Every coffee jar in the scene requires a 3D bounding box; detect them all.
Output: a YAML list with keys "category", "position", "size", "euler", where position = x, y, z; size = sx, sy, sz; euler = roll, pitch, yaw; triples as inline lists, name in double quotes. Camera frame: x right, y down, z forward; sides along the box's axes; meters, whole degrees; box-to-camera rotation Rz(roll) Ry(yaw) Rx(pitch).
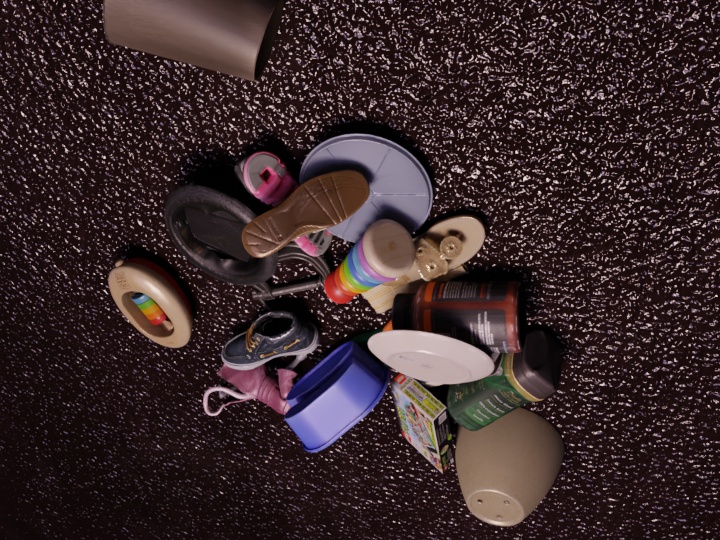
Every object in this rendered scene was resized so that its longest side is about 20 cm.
- category: "coffee jar"
  position: [0.231, 0.175, 1.443]
  size: [0.085, 0.105, 0.199]
  euler: [36, 136, -17]

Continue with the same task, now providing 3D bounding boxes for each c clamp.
- category: "c clamp"
  position: [-0.120, 0.013, 1.499]
  size: [0.197, 0.027, 0.171]
  euler: [-16, 133, 38]

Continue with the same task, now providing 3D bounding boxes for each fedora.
- category: "fedora"
  position: [-0.203, -0.074, 1.408]
  size: [0.196, 0.092, 0.203]
  euler: [16, 135, 16]

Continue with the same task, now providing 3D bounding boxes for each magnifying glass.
- category: "magnifying glass"
  position: [0.038, 0.115, 1.536]
  size: [0.079, 0.023, 0.200]
  euler: [32, 138, -7]

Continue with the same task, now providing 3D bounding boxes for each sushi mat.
- category: "sushi mat"
  position: [0.071, 0.004, 1.418]
  size: [0.198, 0.012, 0.096]
  euler: [-27, 115, 40]

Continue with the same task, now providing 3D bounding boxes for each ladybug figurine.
- category: "ladybug figurine"
  position: [-0.368, 0.050, 1.616]
  size: [0.133, 0.073, 0.202]
  euler: [-8, 128, 30]

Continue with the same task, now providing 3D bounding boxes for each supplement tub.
- category: "supplement tub"
  position: [0.148, 0.069, 1.368]
  size: [0.195, 0.108, 0.108]
  euler: [0, 132, 18]

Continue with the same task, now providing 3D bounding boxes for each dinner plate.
- category: "dinner plate"
  position: [0.105, 0.138, 1.373]
  size: [0.195, 0.025, 0.201]
  euler: [12, 156, 5]

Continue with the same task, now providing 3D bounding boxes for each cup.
- category: "cup"
  position: [0.248, 0.354, 1.577]
  size: [0.196, 0.145, 0.203]
  euler: [13, 135, 13]

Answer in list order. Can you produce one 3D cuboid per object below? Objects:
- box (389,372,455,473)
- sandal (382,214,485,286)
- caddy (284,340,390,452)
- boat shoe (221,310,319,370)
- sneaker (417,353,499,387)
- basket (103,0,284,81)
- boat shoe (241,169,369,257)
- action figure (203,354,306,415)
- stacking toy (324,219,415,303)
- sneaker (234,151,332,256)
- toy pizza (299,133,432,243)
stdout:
- category: "box"
  position: [0.109, 0.263, 1.568]
  size: [0.110, 0.035, 0.202]
  euler: [39, 158, 32]
- category: "sandal"
  position: [0.095, -0.007, 1.335]
  size: [0.209, 0.070, 0.078]
  euler: [-24, 119, 39]
- category: "caddy"
  position: [-0.037, 0.220, 1.532]
  size: [0.199, 0.142, 0.105]
  euler: [-40, 107, 12]
- category: "boat shoe"
  position: [-0.174, 0.115, 1.574]
  size: [0.196, 0.072, 0.091]
  euler: [-15, 149, 23]
- category: "sneaker"
  position: [0.141, 0.130, 1.457]
  size: [0.084, 0.076, 0.199]
  euler: [34, 137, -25]
- category: "basket"
  position: [-0.205, -0.331, 1.143]
  size: [0.196, 0.138, 0.182]
  euler: [21, 141, -1]
- category: "boat shoe"
  position: [-0.078, -0.086, 1.286]
  size: [0.197, 0.063, 0.075]
  euler: [-24, 98, 8]
- category: "action figure"
  position: [-0.168, 0.211, 1.636]
  size: [0.197, 0.149, 0.136]
  euler: [23, 133, 22]
- category: "stacking toy"
  position: [0.000, 0.000, 1.357]
  size: [0.085, 0.086, 0.199]
  euler: [36, 146, -12]
- category: "sneaker"
  position: [-0.119, -0.103, 1.373]
  size: [0.095, 0.079, 0.201]
  euler: [13, 148, 54]
- category: "toy pizza"
  position: [0.008, -0.119, 1.309]
  size: [0.195, 0.032, 0.203]
  euler: [7, 135, 7]
